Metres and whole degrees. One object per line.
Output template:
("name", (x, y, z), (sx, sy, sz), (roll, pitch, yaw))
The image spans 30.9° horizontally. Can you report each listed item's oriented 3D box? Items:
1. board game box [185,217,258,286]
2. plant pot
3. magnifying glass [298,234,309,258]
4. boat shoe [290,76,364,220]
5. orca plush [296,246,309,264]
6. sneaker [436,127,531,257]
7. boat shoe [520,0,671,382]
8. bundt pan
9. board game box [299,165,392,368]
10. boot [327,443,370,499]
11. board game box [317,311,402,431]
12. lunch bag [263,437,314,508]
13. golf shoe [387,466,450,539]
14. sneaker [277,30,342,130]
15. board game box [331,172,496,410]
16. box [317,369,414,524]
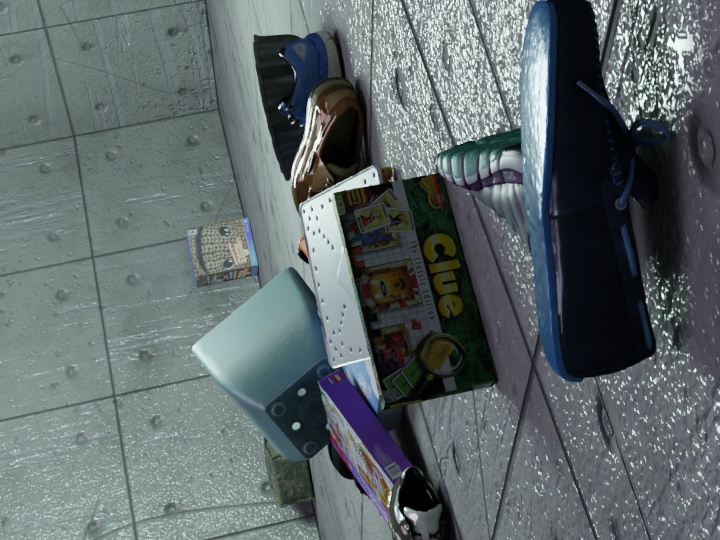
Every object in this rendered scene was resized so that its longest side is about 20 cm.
("board game box", (-0.426, -0.057, 4.006), (0.097, 0.197, 0.162), (108, 149, -72))
("plant pot", (-0.093, 0.155, 1.865), (0.196, 0.196, 0.200), (52, 176, -29))
("magnifying glass", (-0.015, 0.024, 1.579), (0.200, 0.022, 0.080), (50, 117, 34))
("boat shoe", (-0.036, -0.129, 1.573), (0.074, 0.075, 0.202), (-127, 35, -49))
("orca plush", (-0.060, -0.037, 1.885), (0.105, 0.070, 0.203), (-95, -4, -73))
("sneaker", (0.101, -0.040, 0.813), (0.200, 0.073, 0.089), (-149, 43, -78))
("boat shoe", (0.122, -0.044, 0.682), (0.084, 0.068, 0.203), (-99, 2, -65))
("bundt pan", (-0.086, -0.228, 1.764), (0.202, 0.075, 0.205), (-13, -90, -87))
("board game box", (0.000, 0.000, 1.489), (0.199, 0.026, 0.203), (-21, 80, 60))
("boot", (0.000, 0.281, 1.965), (0.163, 0.072, 0.201), (-118, 19, -53))
("board game box", (-0.001, 0.086, 1.681), (0.201, 0.043, 0.201), (94, 153, -61))
("lunch bag", (-0.205, 0.523, 3.554), (0.200, 0.116, 0.166), (-131, 30, -65))
("golf shoe", (0.071, 0.321, 1.493), (0.095, 0.077, 0.202), (91, 165, -55))
("sneaker", (-0.060, -0.196, 1.651), (0.079, 0.088, 0.203), (-154, 51, -80))
("board game box", (0.046, 0.016, 1.153), (0.024, 0.103, 0.203), (110, 148, -68))
("box", (0.015, 0.242, 1.689), (0.200, 0.039, 0.138), (50, 159, 41))
